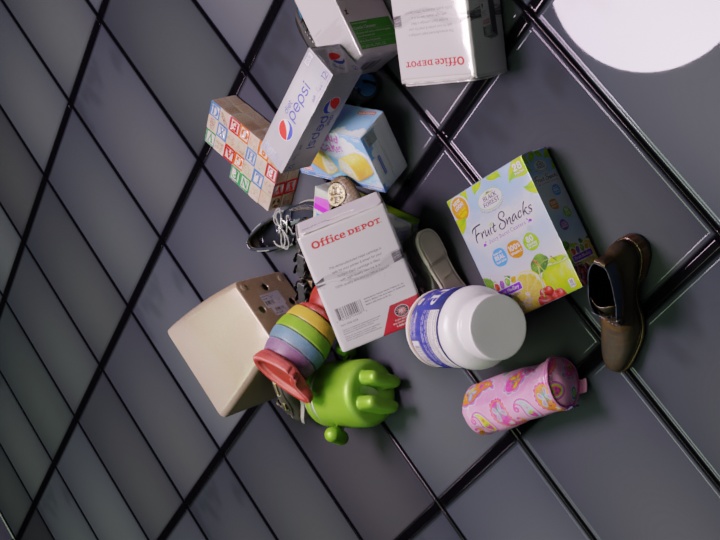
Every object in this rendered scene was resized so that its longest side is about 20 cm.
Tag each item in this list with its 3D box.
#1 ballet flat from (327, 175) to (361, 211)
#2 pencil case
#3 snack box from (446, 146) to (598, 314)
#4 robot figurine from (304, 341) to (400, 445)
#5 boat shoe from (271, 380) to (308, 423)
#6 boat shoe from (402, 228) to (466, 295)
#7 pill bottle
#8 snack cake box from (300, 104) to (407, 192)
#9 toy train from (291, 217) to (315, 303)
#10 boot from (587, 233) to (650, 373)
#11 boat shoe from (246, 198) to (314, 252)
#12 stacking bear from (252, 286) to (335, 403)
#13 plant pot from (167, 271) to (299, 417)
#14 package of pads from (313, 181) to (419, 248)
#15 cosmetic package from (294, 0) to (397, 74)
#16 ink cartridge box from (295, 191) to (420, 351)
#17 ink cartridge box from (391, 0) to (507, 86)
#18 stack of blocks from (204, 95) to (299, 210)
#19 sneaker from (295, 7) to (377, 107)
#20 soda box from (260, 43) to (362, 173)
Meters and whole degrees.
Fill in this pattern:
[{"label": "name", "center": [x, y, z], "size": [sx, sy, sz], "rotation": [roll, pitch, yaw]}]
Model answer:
[{"label": "ballet flat", "center": [-0.019, -0.050, 1.700], "size": [0.067, 0.046, 0.203], "rotation": [-2, 102, 45]}, {"label": "pencil case", "center": [0.243, 0.190, 1.594], "size": [0.199, 0.087, 0.088], "rotation": [-29, 84, 47]}, {"label": "snack box", "center": [0.234, -0.048, 1.520], "size": [0.168, 0.067, 0.202], "rotation": [-32, 81, 49]}, {"label": "robot figurine", "center": [-0.020, 0.215, 1.852], "size": [0.199, 0.115, 0.178], "rotation": [-9, 72, 49]}, {"label": "boat shoe", "center": [-0.125, 0.224, 1.950], "size": [0.059, 0.073, 0.203], "rotation": [6, 151, 6]}, {"label": "boat shoe", "center": [0.126, 0.030, 1.664], "size": [0.057, 0.066, 0.202], "rotation": [-19, 96, 57]}, {"label": "pill bottle", "center": [0.154, 0.083, 1.527], "size": [0.200, 0.118, 0.121], "rotation": [-10, 99, 69]}, {"label": "snack cake box", "center": [-0.032, -0.205, 1.705], "size": [0.198, 0.067, 0.116], "rotation": [17, 148, 42]}, {"label": "toy train", "center": [-0.096, -0.013, 1.872], "size": [0.034, 0.046, 0.202], "rotation": [25, 137, 24]}, {"label": "boot", "center": [0.334, 0.056, 1.432], "size": [0.074, 0.096, 0.203], "rotation": [18, 118, 41]}, {"label": "boat shoe", "center": [-0.133, -0.077, 1.898], "size": [0.199, 0.061, 0.076], "rotation": [-14, 93, 48]}, {"label": "stacking bear", "center": [-0.085, 0.103, 1.819], "size": [0.113, 0.201, 0.122], "rotation": [24, 158, 31]}, {"label": "plant pot", "center": [-0.196, 0.118, 1.956], "size": [0.177, 0.199, 0.201], "rotation": [-47, 71, 33]}, {"label": "package of pads", "center": [0.001, -0.042, 1.765], "size": [0.199, 0.068, 0.157], "rotation": [28, 123, 37]}, {"label": "cosmetic package", "center": [-0.029, -0.405, 1.629], "size": [0.085, 0.107, 0.202], "rotation": [-30, 85, 47]}, {"label": "ink cartridge box", "center": [0.000, 0.000, 1.636], "size": [0.084, 0.143, 0.202], "rotation": [-111, 0, -71]}, {"label": "ink cartridge box", "center": [0.121, -0.370, 1.501], "size": [0.144, 0.084, 0.203], "rotation": [6, 107, 45]}, {"label": "stack of blocks", "center": [-0.197, -0.214, 1.913], "size": [0.200, 0.058, 0.116], "rotation": [41, 131, 28]}, {"label": "sneaker", "center": [-0.054, -0.337, 1.705], "size": [0.202, 0.073, 0.082], "rotation": [59, 145, 14]}, {"label": "soda box", "center": [-0.077, -0.244, 1.607], "size": [0.064, 0.068, 0.201], "rotation": [50, 132, 20]}]
